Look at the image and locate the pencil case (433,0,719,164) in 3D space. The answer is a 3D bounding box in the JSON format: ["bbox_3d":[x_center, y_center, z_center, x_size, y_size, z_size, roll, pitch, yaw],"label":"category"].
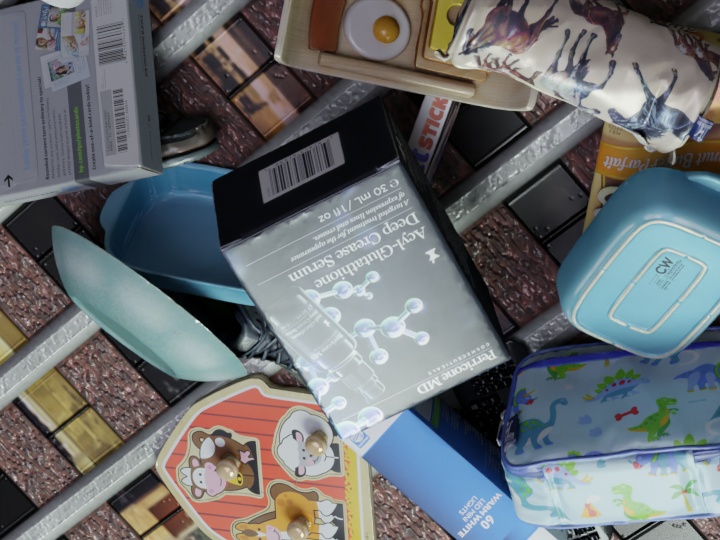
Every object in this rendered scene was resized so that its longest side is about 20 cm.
[{"bbox_3d":[0.155,-0.150,1.528,0.199,0.078,0.090,21,89,-7],"label":"pencil case"}]

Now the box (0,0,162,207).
[{"bbox_3d":[-0.259,-0.137,1.738,0.199,0.041,0.157,-10,79,21],"label":"box"}]

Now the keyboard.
[{"bbox_3d":[0.126,0.160,1.803,0.104,0.040,0.201,-20,107,25],"label":"keyboard"}]

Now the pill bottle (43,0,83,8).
[{"bbox_3d":[-0.174,-0.284,1.582,0.112,0.112,0.200,47,121,-8],"label":"pill bottle"}]

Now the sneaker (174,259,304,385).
[{"bbox_3d":[-0.076,0.054,1.792,0.200,0.081,0.074,35,121,-1],"label":"sneaker"}]

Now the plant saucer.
[{"bbox_3d":[-0.182,0.039,1.766,0.201,0.201,0.039,36,79,-2],"label":"plant saucer"}]

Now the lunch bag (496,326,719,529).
[{"bbox_3d":[0.210,0.119,1.684,0.199,0.161,0.083,-7,124,18],"label":"lunch bag"}]

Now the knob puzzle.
[{"bbox_3d":[-0.088,0.184,1.891,0.218,0.030,0.221,8,118,15],"label":"knob puzzle"}]

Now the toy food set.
[{"bbox_3d":[0.044,-0.204,1.568,0.199,0.060,0.144,11,88,-13],"label":"toy food set"}]

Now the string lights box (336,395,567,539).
[{"bbox_3d":[0.076,0.162,1.742,0.200,0.103,0.059,41,102,-6],"label":"string lights box"}]

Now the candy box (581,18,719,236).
[{"bbox_3d":[0.238,-0.081,1.635,0.115,0.055,0.201,14,118,10],"label":"candy box"}]

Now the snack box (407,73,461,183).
[{"bbox_3d":[0.046,-0.083,1.688,0.024,0.072,0.201,22,120,5],"label":"snack box"}]

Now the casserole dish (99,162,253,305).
[{"bbox_3d":[-0.112,-0.025,1.750,0.199,0.121,0.039,11,141,12],"label":"casserole dish"}]

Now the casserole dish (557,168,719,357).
[{"bbox_3d":[0.221,0.002,1.599,0.121,0.039,0.200,22,140,-9],"label":"casserole dish"}]

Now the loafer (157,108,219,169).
[{"bbox_3d":[-0.213,-0.111,1.765,0.199,0.072,0.063,-6,108,23],"label":"loafer"}]

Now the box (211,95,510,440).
[{"bbox_3d":[0.000,0.000,1.625,0.148,0.107,0.200,-27,121,8],"label":"box"}]
